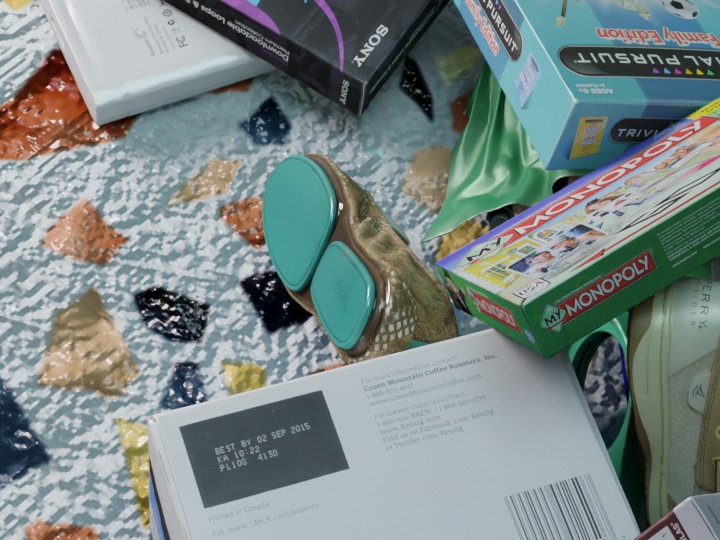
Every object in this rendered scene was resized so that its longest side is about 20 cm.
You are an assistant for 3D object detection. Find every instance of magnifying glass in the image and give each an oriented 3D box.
[{"bbox_3d":[0.126,0.117,0.915,0.022,0.080,0.202,6,69,-23],"label":"magnifying glass"}]

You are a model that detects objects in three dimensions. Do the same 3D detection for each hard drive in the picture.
[{"bbox_3d":[-0.086,-0.171,1.073,0.198,0.026,0.133,-19,65,-18],"label":"hard drive"}]

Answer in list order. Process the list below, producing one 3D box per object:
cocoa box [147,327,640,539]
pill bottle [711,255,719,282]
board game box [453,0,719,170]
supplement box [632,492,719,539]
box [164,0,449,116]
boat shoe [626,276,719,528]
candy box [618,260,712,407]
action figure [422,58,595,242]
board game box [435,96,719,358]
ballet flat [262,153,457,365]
[{"bbox_3d":[0.010,0.128,0.852,0.198,0.132,0.134,-13,61,-15],"label":"cocoa box"},{"bbox_3d":[0.267,-0.040,0.905,0.112,0.113,0.200,36,62,13],"label":"pill bottle"},{"bbox_3d":[0.135,-0.137,0.988,0.149,0.047,0.201,-1,45,-25],"label":"board game box"},{"bbox_3d":[0.112,0.172,0.788,0.108,0.200,0.061,2,52,-50],"label":"supplement box"},{"bbox_3d":[-0.043,-0.194,1.056,0.199,0.036,0.143,32,62,9],"label":"box"},{"bbox_3d":[0.169,0.083,0.859,0.066,0.201,0.074,1,48,19],"label":"boat shoe"},{"bbox_3d":[0.242,0.014,0.980,0.198,0.077,0.171,1,59,-8],"label":"candy box"},{"bbox_3d":[0.103,-0.094,1.027,0.117,0.055,0.201,-13,41,24],"label":"action figure"},{"bbox_3d":[0.141,-0.032,0.841,0.199,0.135,0.029,-31,104,-8],"label":"board game box"},{"bbox_3d":[0.000,0.000,0.939,0.065,0.071,0.200,20,20,-24],"label":"ballet flat"}]
